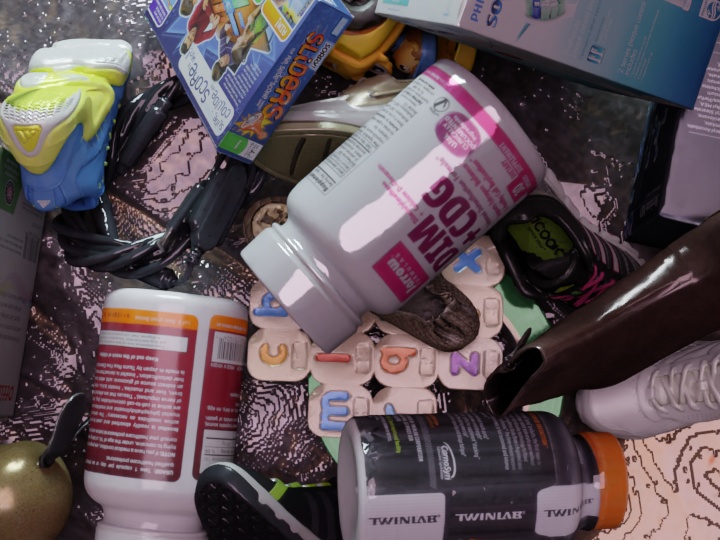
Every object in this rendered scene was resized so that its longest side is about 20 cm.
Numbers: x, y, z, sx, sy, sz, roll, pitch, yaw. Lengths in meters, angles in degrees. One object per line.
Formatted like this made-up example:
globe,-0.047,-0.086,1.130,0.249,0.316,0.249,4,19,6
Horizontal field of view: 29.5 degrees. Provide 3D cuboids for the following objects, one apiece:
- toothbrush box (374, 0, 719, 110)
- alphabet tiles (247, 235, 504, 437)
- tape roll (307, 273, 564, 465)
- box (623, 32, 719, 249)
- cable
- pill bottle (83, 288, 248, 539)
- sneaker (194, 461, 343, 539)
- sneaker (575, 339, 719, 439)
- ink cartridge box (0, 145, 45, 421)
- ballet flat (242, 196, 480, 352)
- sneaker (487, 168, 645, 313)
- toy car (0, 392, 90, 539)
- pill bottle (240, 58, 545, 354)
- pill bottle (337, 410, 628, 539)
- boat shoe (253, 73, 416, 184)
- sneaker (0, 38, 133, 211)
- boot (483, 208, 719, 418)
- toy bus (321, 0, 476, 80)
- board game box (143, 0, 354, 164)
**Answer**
toothbrush box,0.133,-0.188,0.971,0.199,0.146,0.086,15,97,-26
alphabet tiles,0.012,0.029,1.049,0.195,0.015,0.201,1,80,3
tape roll,0.058,0.088,1.075,0.200,0.048,0.201,0,84,0
box,0.282,-0.116,1.045,0.107,0.148,0.201,11,84,2
cable,-0.153,-0.077,1.073,0.163,0.051,0.200,6,62,30
pill bottle,-0.150,0.119,1.041,0.113,0.113,0.201,6,84,1
sneaker,-0.043,0.187,1.029,0.200,0.072,0.083,43,45,-30
sneaker,0.265,0.083,1.048,0.199,0.099,0.078,-12,84,-1
ink cartridge box,-0.306,0.011,1.037,0.087,0.145,0.201,5,84,1
ballet flat,0.000,0.000,1.024,0.200,0.046,0.068,31,81,8
sneaker,0.158,-0.001,1.036,0.074,0.088,0.200,-33,116,28
toy car,-0.281,0.164,1.022,0.200,0.164,0.158,-43,86,-13
pill bottle,0.021,-0.042,0.954,0.200,0.113,0.113,-42,85,-1
pill bottle,0.088,0.154,0.983,0.199,0.106,0.107,-1,84,-10
boat shoe,0.012,-0.109,1.047,0.199,0.075,0.069,0,57,-10
sneaker,-0.224,-0.109,1.053,0.075,0.200,0.105,5,117,10
boot,0.188,0.034,0.933,0.166,0.200,0.072,-21,71,-33
toy bus,0.060,-0.216,1.078,0.192,0.136,0.200,33,87,-12
board game box,-0.091,-0.192,1.029,0.135,0.034,0.200,-52,43,21
